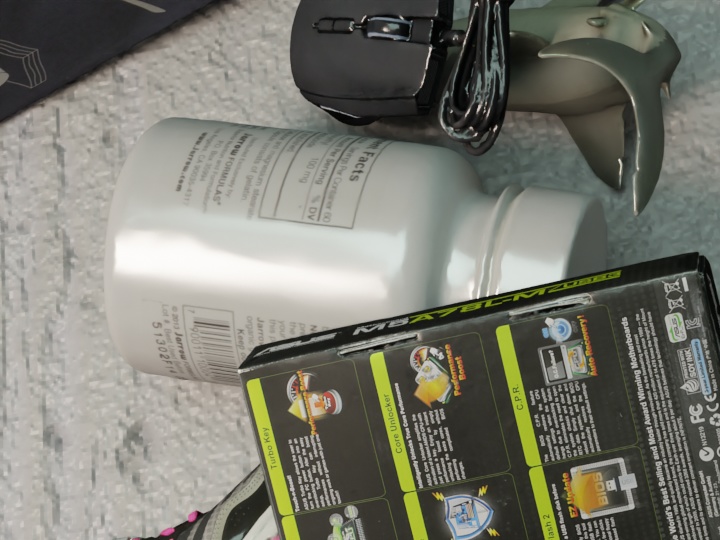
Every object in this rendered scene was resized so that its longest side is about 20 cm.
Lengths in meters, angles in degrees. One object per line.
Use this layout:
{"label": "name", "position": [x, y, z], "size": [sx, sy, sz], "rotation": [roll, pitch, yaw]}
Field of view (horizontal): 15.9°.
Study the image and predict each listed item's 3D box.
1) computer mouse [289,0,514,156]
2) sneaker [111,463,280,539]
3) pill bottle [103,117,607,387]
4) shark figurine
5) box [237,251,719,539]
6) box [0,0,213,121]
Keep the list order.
{"label": "computer mouse", "position": [0.014, -0.129, 1.102], "size": [0.046, 0.200, 0.141], "rotation": [9, 94, -23]}
{"label": "sneaker", "position": [-0.096, 0.137, 1.106], "size": [0.087, 0.074, 0.200], "rotation": [43, 91, 19]}
{"label": "pill bottle", "position": [0.000, 0.000, 1.108], "size": [0.199, 0.114, 0.115], "rotation": [7, 72, 17]}
{"label": "shark figurine", "position": [0.103, -0.073, 1.116], "size": [0.127, 0.214, 0.090], "rotation": [-18, 105, -22]}
{"label": "box", "position": [0.067, 0.110, 1.037], "size": [0.192, 0.048, 0.201], "rotation": [-13, 99, 13]}
{"label": "box", "position": [-0.172, -0.175, 1.165], "size": [0.199, 0.197, 0.118], "rotation": [-28, 64, 12]}
